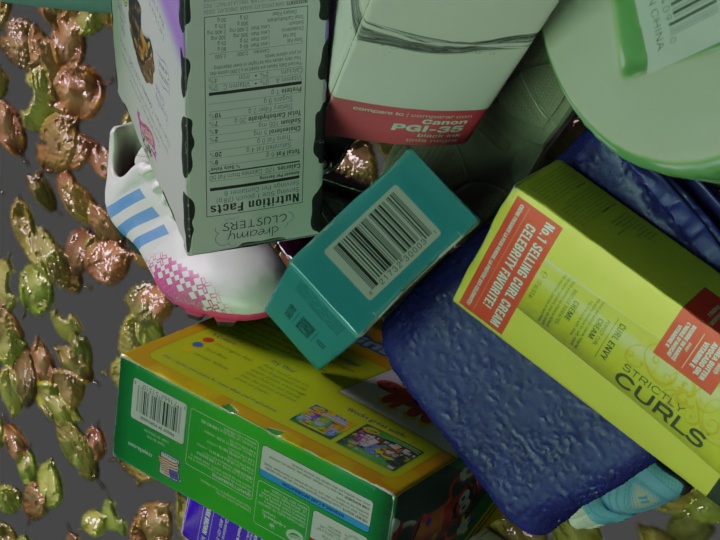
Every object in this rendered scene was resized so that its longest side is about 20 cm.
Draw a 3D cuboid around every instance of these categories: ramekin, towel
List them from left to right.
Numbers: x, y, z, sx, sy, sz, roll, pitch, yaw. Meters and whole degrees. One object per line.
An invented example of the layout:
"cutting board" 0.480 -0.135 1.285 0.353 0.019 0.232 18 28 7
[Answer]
"towel" 0.113 0.030 0.771 0.148 0.050 0.200 53 127 8
"ramekin" 0.165 -0.127 0.640 0.200 0.097 0.201 4 95 52

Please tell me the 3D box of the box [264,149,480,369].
"box" 0.000 0.000 0.801 0.049 0.082 0.200 47 169 1

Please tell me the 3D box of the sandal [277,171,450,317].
"sandal" -0.029 -0.028 0.950 0.200 0.048 0.076 34 125 25

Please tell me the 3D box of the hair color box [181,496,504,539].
"hair color box" -0.002 0.175 0.967 0.200 0.109 0.065 30 124 28

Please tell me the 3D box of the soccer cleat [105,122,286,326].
"soccer cleat" -0.111 -0.035 0.968 0.200 0.070 0.087 34 135 49

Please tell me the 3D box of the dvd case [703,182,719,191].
"dvd case" 0.197 -0.112 0.700 0.200 0.025 0.151 2 94 52

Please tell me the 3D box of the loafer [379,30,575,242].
"loafer" 0.077 -0.077 0.821 0.072 0.063 0.200 49 145 5

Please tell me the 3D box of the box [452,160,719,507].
"box" 0.142 0.039 0.691 0.200 0.050 0.075 39 125 17

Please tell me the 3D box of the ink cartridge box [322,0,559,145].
"ink cartridge box" 0.035 -0.160 0.684 0.200 0.082 0.147 124 149 -69

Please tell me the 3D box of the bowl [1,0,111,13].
"bowl" -0.122 -0.226 0.875 0.105 0.201 0.201 25 123 7

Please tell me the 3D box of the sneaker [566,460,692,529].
"sneaker" 0.135 0.040 0.844 0.090 0.078 0.201 -11 104 23

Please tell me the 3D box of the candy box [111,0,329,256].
"candy box" -0.073 -0.137 0.747 0.168 0.071 0.201 -120 26 -49

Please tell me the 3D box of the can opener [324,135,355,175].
"can opener" 0.006 -0.103 0.878 0.200 0.063 0.079 -14 81 38

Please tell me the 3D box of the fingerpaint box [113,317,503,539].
"fingerpaint box" -0.016 0.093 0.907 0.200 0.167 0.074 23 117 30
